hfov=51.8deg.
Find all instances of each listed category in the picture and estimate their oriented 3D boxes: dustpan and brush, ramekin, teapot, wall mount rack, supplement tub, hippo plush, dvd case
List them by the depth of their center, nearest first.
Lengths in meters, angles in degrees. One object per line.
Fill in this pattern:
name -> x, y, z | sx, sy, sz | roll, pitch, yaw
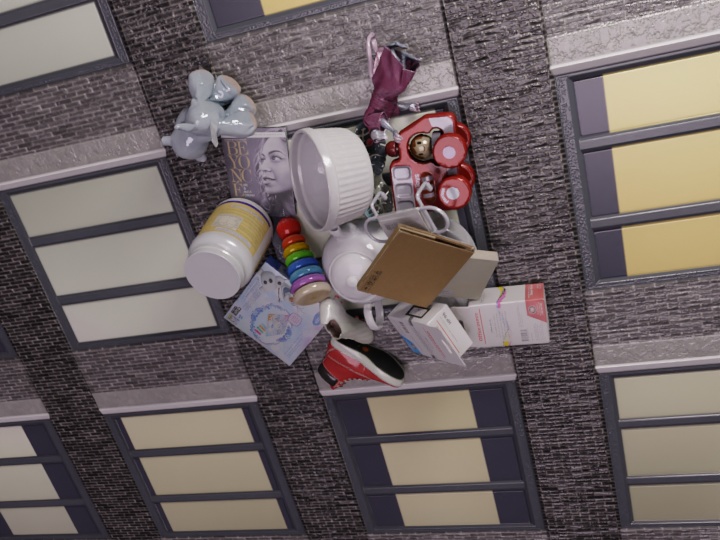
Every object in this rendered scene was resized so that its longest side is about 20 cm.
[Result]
ramekin -> -0.055, -0.184, 1.449 | 0.105, 0.200, 0.201 | -15, 119, -23
wall mount rack -> 0.113, -0.085, 1.459 | 0.199, 0.075, 0.174 | -7, 127, 41
hippo plush -> -0.310, -0.287, 1.519 | 0.159, 0.201, 0.161 | 21, 142, -23
dustpan and brush -> 0.159, -0.085, 1.561 | 0.139, 0.057, 0.201 | -15, 119, 17
teapot -> 0.000, 0.000, 1.586 | 0.199, 0.146, 0.198 | 28, 120, -1
supplement tub -> -0.282, -0.048, 1.593 | 0.145, 0.200, 0.146 | 8, 128, 10
dvd case -> -0.220, -0.212, 1.609 | 0.148, 0.016, 0.201 | 2, 117, 14

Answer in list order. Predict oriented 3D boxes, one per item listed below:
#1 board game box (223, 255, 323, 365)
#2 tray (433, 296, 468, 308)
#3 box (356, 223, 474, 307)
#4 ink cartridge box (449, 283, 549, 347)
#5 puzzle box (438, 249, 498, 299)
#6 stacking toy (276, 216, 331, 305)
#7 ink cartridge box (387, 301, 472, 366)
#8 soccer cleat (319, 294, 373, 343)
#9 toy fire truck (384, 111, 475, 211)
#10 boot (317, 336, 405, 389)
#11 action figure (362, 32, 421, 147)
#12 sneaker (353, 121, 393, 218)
board game box -> -0.189, 0.097, 1.744 | 0.199, 0.043, 0.200 | 38, 119, -6
tray -> 0.168, 0.049, 1.602 | 0.107, 0.022, 0.200 | -13, 130, 19
box -> 0.106, -0.003, 1.461 | 0.163, 0.021, 0.200 | 15, 139, -19
ink cartridge box -> 0.300, 0.099, 1.598 | 0.199, 0.068, 0.117 | -6, 120, 16
puzzle box -> 0.166, 0.003, 1.510 | 0.199, 0.026, 0.133 | 6, 141, -10
stacking toy -> -0.133, -0.029, 1.602 | 0.085, 0.085, 0.201 | -32, 67, 27
ink cartridge box -> 0.158, 0.128, 1.581 | 0.116, 0.068, 0.200 | 53, 160, -22
soccer cleat -> -0.036, 0.129, 1.663 | 0.069, 0.078, 0.200 | -7, 147, 31
toy fire truck -> 0.134, -0.206, 1.461 | 0.167, 0.112, 0.201 | -3, 114, 15
boot -> 0.000, 0.248, 1.759 | 0.199, 0.072, 0.145 | 29, 121, 8
action figure -> 0.041, -0.328, 1.413 | 0.148, 0.134, 0.201 | 25, 117, 2
sneaker -> 0.007, -0.201, 1.520 | 0.077, 0.086, 0.201 | -9, 97, -25
